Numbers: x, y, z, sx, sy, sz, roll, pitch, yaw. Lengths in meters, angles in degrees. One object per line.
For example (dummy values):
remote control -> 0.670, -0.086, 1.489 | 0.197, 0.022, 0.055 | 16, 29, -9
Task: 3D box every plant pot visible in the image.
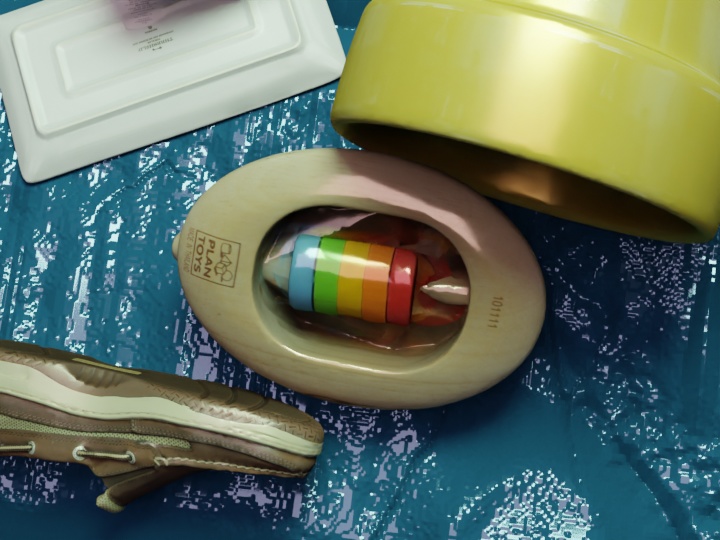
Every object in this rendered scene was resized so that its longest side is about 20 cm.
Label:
plant pot -> 0.106, -0.131, 0.797 | 0.200, 0.201, 0.190 | 18, 88, 11

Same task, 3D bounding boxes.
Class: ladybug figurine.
ladybug figurine -> 0.000, 0.000, 0.847 | 0.199, 0.072, 0.136 | 13, 107, 7

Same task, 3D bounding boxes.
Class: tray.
tray -> -0.116, -0.131, 0.930 | 0.199, 0.022, 0.108 | -18, 75, 3

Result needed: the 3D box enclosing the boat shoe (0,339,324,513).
boat shoe -> -0.119, 0.092, 0.861 | 0.202, 0.075, 0.075 | 12, 93, 16
